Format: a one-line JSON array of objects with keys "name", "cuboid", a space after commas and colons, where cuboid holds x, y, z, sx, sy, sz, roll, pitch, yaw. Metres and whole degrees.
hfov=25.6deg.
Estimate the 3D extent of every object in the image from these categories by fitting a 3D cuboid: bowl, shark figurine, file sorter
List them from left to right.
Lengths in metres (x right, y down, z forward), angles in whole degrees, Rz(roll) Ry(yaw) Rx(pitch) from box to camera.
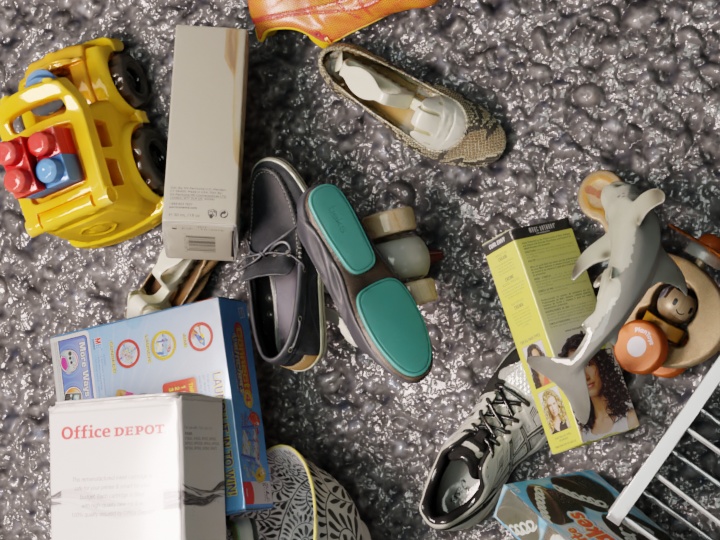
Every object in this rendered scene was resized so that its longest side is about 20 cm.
[{"name": "bowl", "cuboid": [-0.049, 0.272, 1.493, 0.201, 0.093, 0.203, -37, 46, 52]}, {"name": "shark figurine", "cuboid": [0.231, 0.018, 1.338, 0.089, 0.128, 0.216, 28, 69, -19]}, {"name": "file sorter", "cuboid": [0.323, 0.155, 1.348, 0.124, 0.139, 0.201, 36, 102, 13]}]

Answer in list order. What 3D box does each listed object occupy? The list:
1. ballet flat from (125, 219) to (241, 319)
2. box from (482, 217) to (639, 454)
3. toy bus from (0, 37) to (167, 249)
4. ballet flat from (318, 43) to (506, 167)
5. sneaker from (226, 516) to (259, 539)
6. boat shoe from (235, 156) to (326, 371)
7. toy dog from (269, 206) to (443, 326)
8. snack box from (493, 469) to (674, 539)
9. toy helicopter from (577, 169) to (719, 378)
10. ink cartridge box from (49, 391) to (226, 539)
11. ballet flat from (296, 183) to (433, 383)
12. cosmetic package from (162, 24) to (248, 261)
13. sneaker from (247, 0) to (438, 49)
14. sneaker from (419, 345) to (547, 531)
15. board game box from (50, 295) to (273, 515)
[{"name": "ballet flat", "cuboid": [-0.189, 0.014, 1.572, 0.068, 0.072, 0.201, 40, 104, 22]}, {"name": "box", "cuboid": [0.180, 0.057, 1.423, 0.050, 0.075, 0.202, -32, 74, 54]}, {"name": "toy bus", "cuboid": [-0.292, -0.129, 1.548, 0.135, 0.192, 0.202, -20, 82, 21]}, {"name": "ballet flat", "cuboid": [0.041, -0.155, 1.483, 0.199, 0.075, 0.068, 31, 100, 17]}, {"name": "sneaker", "cuboid": [-0.174, 0.276, 1.529, 0.200, 0.088, 0.078, -36, 48, 50]}, {"name": "boat shoe", "cuboid": [-0.075, -0.006, 1.464, 0.074, 0.062, 0.202, -9, 85, 37]}, {"name": "toy dog", "cuboid": [0.000, 0.000, 1.506, 0.199, 0.096, 0.133, 8, 96, 35]}, {"name": "snack box", "cuboid": [0.220, 0.246, 1.355, 0.200, 0.115, 0.037, 40, 122, 43]}, {"name": "toy helicopter", "cuboid": [0.261, -0.010, 1.405, 0.132, 0.079, 0.201, -38, 65, 23]}, {"name": "ink cartridge box", "cuboid": [-0.200, 0.214, 1.422, 0.144, 0.085, 0.202, -6, 83, 25]}, {"name": "ballet flat", "cuboid": [-0.001, 0.017, 1.414, 0.073, 0.073, 0.201, -33, 79, 18]}, {"name": "cosmetic package", "cuboid": [-0.145, -0.120, 1.501, 0.070, 0.105, 0.202, 3, 72, -3]}, {"name": "sneaker", "cuboid": [-0.011, -0.254, 1.516, 0.198, 0.073, 0.078, 0, 112, 24]}, {"name": "sneaker", "cuboid": [0.122, 0.156, 1.449, 0.075, 0.088, 0.201, 30, 99, 19]}, {"name": "board game box", "cuboid": [-0.191, 0.143, 1.504, 0.194, 0.056, 0.202, -13, 79, 24]}]
